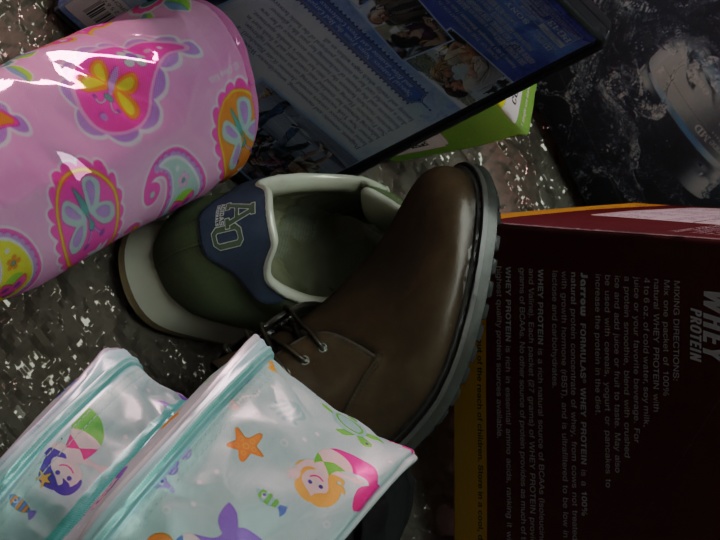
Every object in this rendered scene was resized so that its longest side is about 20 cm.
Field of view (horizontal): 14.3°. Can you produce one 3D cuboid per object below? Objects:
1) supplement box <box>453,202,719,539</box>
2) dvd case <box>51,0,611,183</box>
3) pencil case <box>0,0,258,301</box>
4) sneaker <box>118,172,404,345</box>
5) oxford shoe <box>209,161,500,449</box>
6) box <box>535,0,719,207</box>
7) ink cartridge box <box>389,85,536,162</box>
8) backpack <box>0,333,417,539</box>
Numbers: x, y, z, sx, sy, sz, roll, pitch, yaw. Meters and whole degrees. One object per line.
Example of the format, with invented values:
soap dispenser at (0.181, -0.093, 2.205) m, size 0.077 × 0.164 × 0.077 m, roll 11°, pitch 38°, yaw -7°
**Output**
supplement box at (0.156, 0.077, 1.227) m, size 0.132 × 0.199 × 0.199 m, roll -6°, pitch 97°, yaw -45°
dvd case at (-0.014, -0.104, 1.177) m, size 0.143 × 0.199 × 0.018 m, roll 41°, pitch 45°, yaw -25°
pencil case at (-0.126, -0.044, 1.127) m, size 0.200 × 0.087 × 0.088 m, roll -32°, pitch 96°, yaw -46°
sneaker at (0.000, 0.000, 1.226) m, size 0.199 × 0.090 × 0.068 m, roll 8°, pitch 66°, yaw -42°
oxford shoe at (-0.011, 0.040, 1.150) m, size 0.084 × 0.073 × 0.201 m, roll 27°, pitch 96°, yaw -27°
box at (0.210, -0.073, 1.383) m, size 0.117 × 0.199 × 0.198 m, roll -28°, pitch 92°, yaw -48°
ink cartridge box at (0.007, -0.166, 1.279) m, size 0.200 × 0.075 × 0.149 m, roll 47°, pitch 43°, yaw -44°
backpack at (-0.073, 0.118, 1.029) m, size 0.150 × 0.200 × 0.178 m, roll 41°, pitch 47°, yaw 3°
